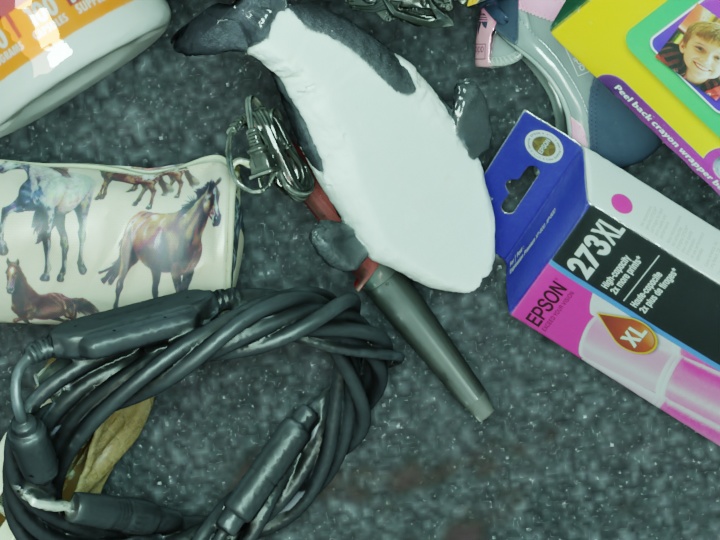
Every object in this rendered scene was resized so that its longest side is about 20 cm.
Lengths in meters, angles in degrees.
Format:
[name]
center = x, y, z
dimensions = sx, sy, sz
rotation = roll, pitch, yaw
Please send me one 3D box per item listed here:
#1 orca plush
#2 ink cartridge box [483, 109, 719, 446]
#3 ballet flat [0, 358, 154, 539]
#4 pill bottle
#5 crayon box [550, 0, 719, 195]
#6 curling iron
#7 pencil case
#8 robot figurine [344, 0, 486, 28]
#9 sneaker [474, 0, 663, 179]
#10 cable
[orca plush]
center = -0.013, -0.063, 0.890
dimensions = 0.199, 0.071, 0.106
rotation = 29, 92, -38
[ink cartridge box]
center = 0.138, 0.013, 0.912
dimensions = 0.199, 0.037, 0.095
rotation = 34, 140, 2
[ballet flat]
center = -0.165, 0.118, 0.949
dimensions = 0.068, 0.072, 0.201
rotation = 34, 99, 24
[pill bottle]
center = -0.183, -0.172, 0.900
dimensions = 0.114, 0.114, 0.201
rotation = -31, 94, 7
[crayon box]
center = 0.207, -0.089, 0.811
dimensions = 0.200, 0.058, 0.172
rotation = 41, 141, -11
[curling iron]
center = 0.000, 0.000, 0.928
dimensions = 0.025, 0.050, 0.200
rotation = -25, 116, 30
[pencil case]
center = -0.147, -0.019, 0.934
dimensions = 0.197, 0.078, 0.091
rotation = 2, 107, 5
[robot figurine]
center = -0.011, -0.178, 0.847
dimensions = 0.197, 0.058, 0.147
rotation = -1, 99, -1
[sneaker]
center = 0.080, -0.137, 0.906
dimensions = 0.081, 0.070, 0.202
rotation = -26, 93, 3
[cable]
center = -0.068, 0.079, 0.912
dimensions = 0.198, 0.051, 0.165
rotation = -15, 128, -19
